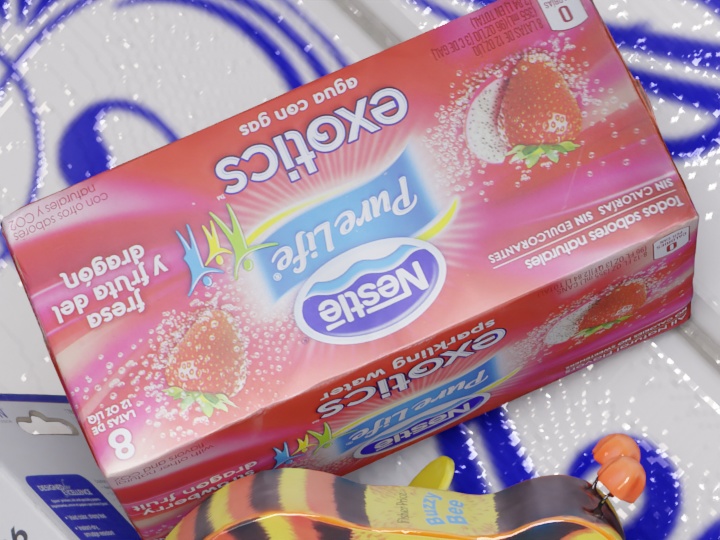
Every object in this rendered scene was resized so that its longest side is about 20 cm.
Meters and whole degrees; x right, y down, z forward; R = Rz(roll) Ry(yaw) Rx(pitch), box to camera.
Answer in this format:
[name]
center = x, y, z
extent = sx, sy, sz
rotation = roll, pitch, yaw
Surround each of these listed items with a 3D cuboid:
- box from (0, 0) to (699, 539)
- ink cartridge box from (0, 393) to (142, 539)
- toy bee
[box]
center = 0.000, 0.000, 0.953
extent = 0.199, 0.100, 0.096
rotation = -24, 70, -3
[ink cartridge box]
center = -0.060, 0.119, 0.989
extent = 0.200, 0.099, 0.039
rotation = 45, 106, 22
[toy bee]
center = 0.039, 0.092, 0.929
extent = 0.131, 0.199, 0.109
rotation = 48, 122, 57
